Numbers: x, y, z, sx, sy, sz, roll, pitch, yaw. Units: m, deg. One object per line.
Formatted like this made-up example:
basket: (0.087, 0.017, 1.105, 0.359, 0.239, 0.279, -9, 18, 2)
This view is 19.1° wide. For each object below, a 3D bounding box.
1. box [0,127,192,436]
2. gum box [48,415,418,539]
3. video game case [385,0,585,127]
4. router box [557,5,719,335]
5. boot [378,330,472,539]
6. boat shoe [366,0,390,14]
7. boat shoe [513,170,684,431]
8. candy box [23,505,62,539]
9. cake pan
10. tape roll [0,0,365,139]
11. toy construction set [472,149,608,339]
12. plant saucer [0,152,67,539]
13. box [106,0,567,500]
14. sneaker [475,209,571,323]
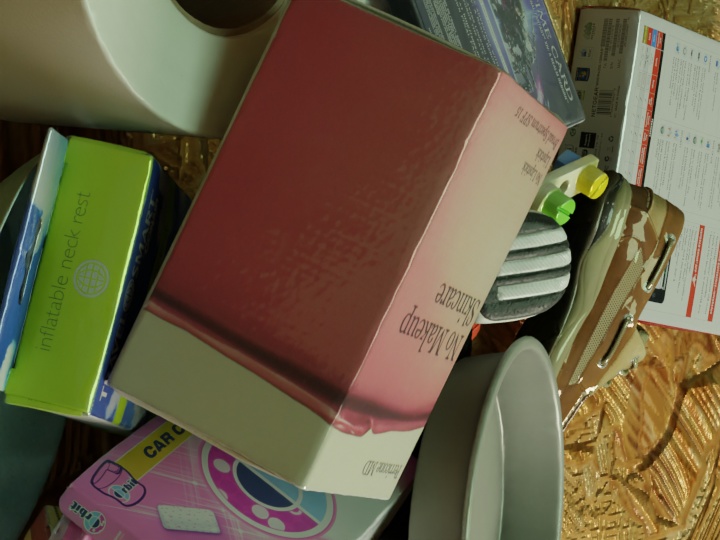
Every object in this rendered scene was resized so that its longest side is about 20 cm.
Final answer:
box: (-0.117, 0.012, 1.004, 0.200, 0.047, 0.122, 57, 46, -80)
gum box: (-0.064, 0.123, 1.035, 0.066, 0.113, 0.200, -58, 170, 30)
video game case: (0.068, -0.136, 1.211, 0.200, 0.019, 0.143, -27, 97, -65)
router box: (0.201, -0.062, 1.453, 0.179, 0.049, 0.201, 12, 87, -51)
boot: (0.028, 0.121, 1.219, 0.200, 0.076, 0.168, -53, 136, 3)
boat shoe: (0.011, -0.124, 1.198, 0.200, 0.068, 0.057, 9, 88, -53)
boat shoe: (0.146, 0.040, 1.335, 0.074, 0.076, 0.201, 17, 107, -14)
candy box: (-0.068, 0.190, 1.057, 0.199, 0.116, 0.055, 13, 127, -27)
cake pan: (0.068, 0.134, 1.131, 0.200, 0.037, 0.201, 3, 90, -71)
tape roll: (-0.107, -0.164, 0.990, 0.202, 0.139, 0.203, -9, 102, -49)
toy construction set: (0.050, -0.027, 1.241, 0.200, 0.092, 0.131, 14, 109, -43)
plant saucer: (-0.169, 0.036, 0.981, 0.201, 0.039, 0.202, 11, 90, -82)
box: (-0.006, -0.009, 0.965, 0.201, 0.109, 0.128, -65, 160, 1)
sneaker: (0.000, 0.000, 1.115, 0.199, 0.115, 0.075, -2, 98, -17)
